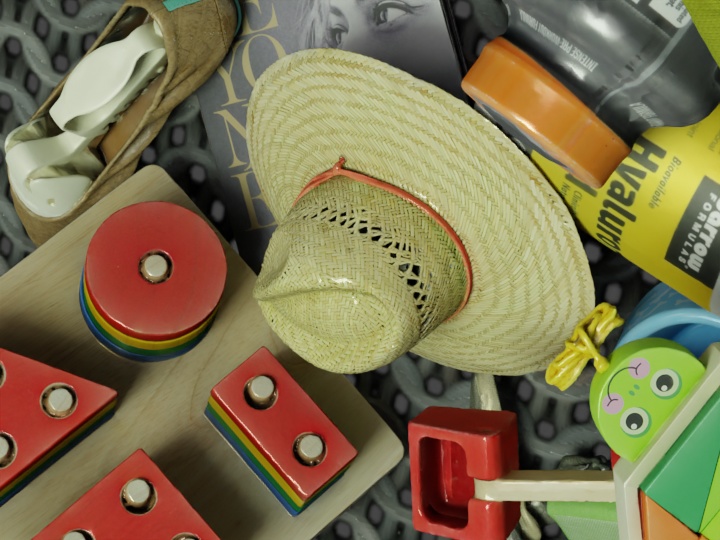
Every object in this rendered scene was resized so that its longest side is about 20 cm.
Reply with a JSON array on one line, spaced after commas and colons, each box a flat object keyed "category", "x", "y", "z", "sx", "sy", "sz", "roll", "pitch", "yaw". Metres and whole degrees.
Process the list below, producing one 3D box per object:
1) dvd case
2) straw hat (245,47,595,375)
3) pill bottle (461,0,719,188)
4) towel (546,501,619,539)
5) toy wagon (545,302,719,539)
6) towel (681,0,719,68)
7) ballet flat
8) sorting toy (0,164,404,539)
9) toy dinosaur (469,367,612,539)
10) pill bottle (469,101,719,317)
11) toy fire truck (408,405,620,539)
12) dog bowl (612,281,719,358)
[{"category": "dvd case", "x": -0.014, "y": -0.084, "z": 1.112, "sx": 0.148, "sy": 0.016, "sz": 0.201, "roll": -12, "pitch": 95, "yaw": 29}, {"category": "straw hat", "x": 0.000, "y": 0.000, "z": 1.020, "sx": 0.201, "sy": 0.085, "sz": 0.201, "roll": 29, "pitch": 145, "yaw": 23}, {"category": "pill bottle", "x": 0.125, "y": -0.131, "z": 0.887, "sx": 0.106, "sy": 0.106, "sz": 0.200, "roll": 38, "pitch": 93, "yaw": 15}, {"category": "towel", "x": 0.196, "y": 0.139, "z": 1.000, "sx": 0.199, "sy": 0.149, "sz": 0.031, "roll": 6, "pitch": 59, "yaw": 28}, {"category": "toy wagon", "x": 0.158, "y": 0.088, "z": 0.872, "sx": 0.200, "sy": 0.040, "sz": 0.155, "roll": 37, "pitch": 97, "yaw": -12}, {"category": "towel", "x": 0.182, "y": -0.037, "z": 0.835, "sx": 0.086, "sy": 0.018, "sz": 0.200, "roll": 11, "pitch": 142, "yaw": 55}, {"category": "ballet flat", "x": -0.136, "y": -0.075, "z": 1.134, "sx": 0.200, "sy": 0.072, "sz": 0.068, "roll": -44, "pitch": 77, "yaw": 34}, {"category": "sorting toy", "x": -0.111, "y": 0.072, "z": 1.081, "sx": 0.199, "sy": 0.200, "sz": 0.070, "roll": 48, "pitch": 162, "yaw": 7}, {"category": "toy dinosaur", "x": 0.083, "y": 0.124, "z": 1.094, "sx": 0.088, "sy": 0.047, "sz": 0.201, "roll": 6, "pitch": 101, "yaw": 33}, {"category": "pill bottle", "x": 0.156, "y": -0.045, "z": 0.978, "sx": 0.200, "sy": 0.111, "sz": 0.112, "roll": 33, "pitch": 114, "yaw": 17}, {"category": "toy fire truck", "x": 0.135, "y": 0.077, "z": 0.942, "sx": 0.199, "sy": 0.141, "sz": 0.049, "roll": 3, "pitch": 103, "yaw": 27}, {"category": "dog bowl", "x": 0.200, "y": 0.070, "z": 1.016, "sx": 0.199, "sy": 0.050, "sz": 0.112, "roll": 18, "pitch": 109, "yaw": 23}]
